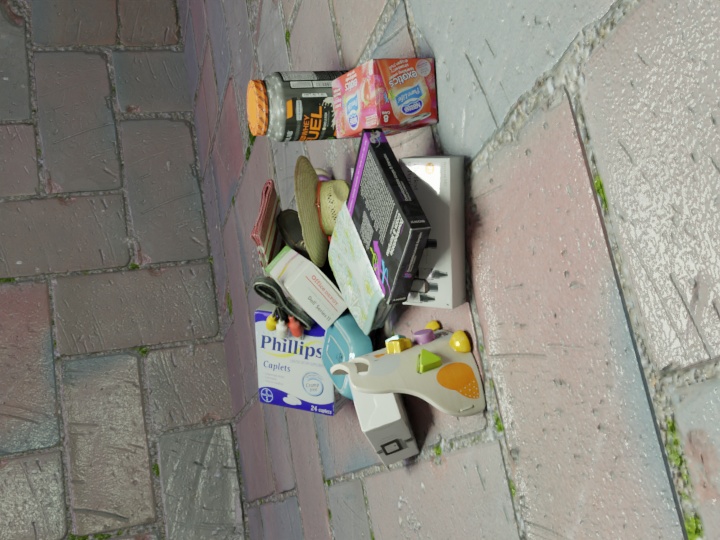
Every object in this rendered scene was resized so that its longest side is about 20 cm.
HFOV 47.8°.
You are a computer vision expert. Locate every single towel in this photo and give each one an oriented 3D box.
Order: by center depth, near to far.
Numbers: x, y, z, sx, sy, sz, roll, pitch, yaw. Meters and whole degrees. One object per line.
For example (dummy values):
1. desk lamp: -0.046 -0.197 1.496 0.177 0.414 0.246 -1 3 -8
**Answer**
1. towel: 0.000 0.000 1.329 0.174 0.047 0.201 65 162 17
2. towel: -0.176 -0.060 1.618 0.202 0.022 0.146 80 -165 -51

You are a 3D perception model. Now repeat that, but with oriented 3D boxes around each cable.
1. cable: -0.143 0.078 1.492 0.201 0.095 0.051 75 -150 -64

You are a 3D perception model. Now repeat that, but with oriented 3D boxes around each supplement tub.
1. supplement tub: -0.101 -0.298 1.472 0.122 0.196 0.126 174 90 -72

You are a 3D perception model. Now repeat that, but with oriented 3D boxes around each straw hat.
1. straw hat: -0.049 -0.114 1.465 0.201 0.083 0.206 -9 -90 -76

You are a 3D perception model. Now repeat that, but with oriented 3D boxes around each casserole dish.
1. casserole dish: -0.029 0.152 1.454 0.200 0.038 0.124 -134 53 -63

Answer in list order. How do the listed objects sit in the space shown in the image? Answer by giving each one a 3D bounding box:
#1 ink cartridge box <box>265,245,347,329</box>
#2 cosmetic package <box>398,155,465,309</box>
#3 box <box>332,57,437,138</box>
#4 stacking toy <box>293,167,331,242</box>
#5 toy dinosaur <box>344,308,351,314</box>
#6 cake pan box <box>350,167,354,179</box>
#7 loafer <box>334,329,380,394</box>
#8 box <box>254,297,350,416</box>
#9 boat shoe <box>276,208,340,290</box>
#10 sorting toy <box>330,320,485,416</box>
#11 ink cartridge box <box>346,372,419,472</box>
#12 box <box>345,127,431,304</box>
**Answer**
1. ink cartridge box: -0.095 0.034 1.498 0.117 0.067 0.200 48 172 -23
2. cosmetic package: 0.099 -0.054 1.115 0.081 0.050 0.205 3 102 30
3. box: 0.033 -0.258 1.236 0.199 0.098 0.098 -169 75 -70
4. stacking toy: -0.063 -0.115 1.619 0.087 0.084 0.201 101 149 -41
5. toy dinosaur: -0.017 0.065 1.543 0.089 0.046 0.203 -101 22 -50
6. cake pan box: 0.035 -0.081 1.360 0.200 0.051 0.189 -165 72 -70
7. loafer: 0.008 0.155 1.512 0.072 0.062 0.203 -77 8 -57
8. box: -0.113 0.170 1.644 0.180 0.105 0.205 6 106 25
9. boat shoe: -0.085 -0.045 1.595 0.200 0.075 0.073 47 165 -4
10. sorting toy: 0.054 0.142 1.161 0.199 0.176 0.109 -167 72 -70
11. ink cartridge box: 0.041 0.240 1.339 0.201 0.065 0.117 65 -175 -56
12. box: 0.034 -0.076 1.121 0.144 0.035 0.202 106 152 -46
